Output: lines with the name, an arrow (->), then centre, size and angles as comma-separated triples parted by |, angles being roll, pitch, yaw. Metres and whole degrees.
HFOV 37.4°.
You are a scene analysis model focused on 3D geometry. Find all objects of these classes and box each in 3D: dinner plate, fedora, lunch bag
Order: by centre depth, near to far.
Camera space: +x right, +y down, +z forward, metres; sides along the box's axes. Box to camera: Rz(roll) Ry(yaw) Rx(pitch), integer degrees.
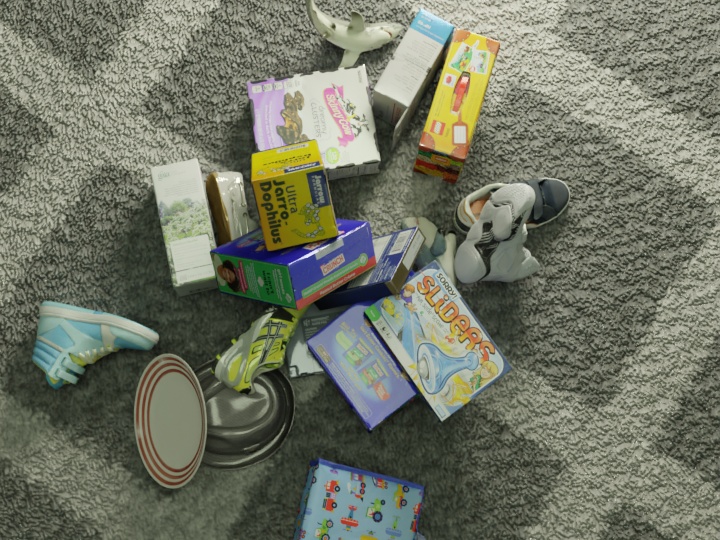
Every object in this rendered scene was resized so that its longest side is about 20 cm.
dinner plate -> -0.284, 0.227, 1.612 | 0.024, 0.199, 0.202 | 2, 75, -41
lunch bag -> 0.006, 0.385, 1.622 | 0.198, 0.094, 0.152 | 15, 76, -7
fedora -> -0.199, 0.215, 1.641 | 0.198, 0.090, 0.179 | -10, 79, -3

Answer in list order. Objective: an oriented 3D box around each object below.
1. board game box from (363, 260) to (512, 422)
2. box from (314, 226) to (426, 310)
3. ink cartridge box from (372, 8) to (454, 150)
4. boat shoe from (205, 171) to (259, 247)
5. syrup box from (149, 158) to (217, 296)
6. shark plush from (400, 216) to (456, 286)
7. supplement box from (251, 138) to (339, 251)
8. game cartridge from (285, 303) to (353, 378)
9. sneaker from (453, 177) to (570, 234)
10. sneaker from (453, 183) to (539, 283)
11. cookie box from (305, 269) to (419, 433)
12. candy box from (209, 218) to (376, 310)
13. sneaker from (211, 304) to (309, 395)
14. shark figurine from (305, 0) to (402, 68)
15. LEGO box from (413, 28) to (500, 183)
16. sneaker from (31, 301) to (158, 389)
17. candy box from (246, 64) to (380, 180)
board game box -> 0.115, 0.105, 1.587 | 0.135, 0.034, 0.201 | -35, 83, -9
box -> 0.000, 0.000, 1.646 | 0.032, 0.199, 0.122 | 52, 47, -28
ink cartridge box -> 0.075, -0.310, 1.735 | 0.066, 0.116, 0.201 | 29, 79, 4
boat shoe -> -0.192, -0.062, 1.706 | 0.069, 0.071, 0.202 | -12, 91, -29
syrup box -> -0.276, -0.069, 1.700 | 0.078, 0.081, 0.202 | -12, 79, -5
shark plush -> 0.115, 0.012, 1.720 | 0.082, 0.091, 0.202 | -5, 100, 17
supplement box -> -0.101, -0.117, 1.597 | 0.108, 0.200, 0.110 | -13, 108, -2
game cartridge -> -0.025, 0.091, 1.697 | 0.198, 0.040, 0.135 | -8, 83, -3
sneaker -> 0.251, -0.105, 1.719 | 0.198, 0.079, 0.079 | -16, 79, -6
sneaker -> 0.237, -0.054, 1.655 | 0.114, 0.201, 0.076 | 6, 45, -30
cookie box -> 0.044, 0.121, 1.637 | 0.199, 0.075, 0.172 | -36, 82, -7
candy box -> -0.102, -0.018, 1.606 | 0.168, 0.199, 0.078 | -28, 113, -36
sneaker -> -0.133, 0.105, 1.610 | 0.076, 0.075, 0.200 | 41, 77, 11
shark figurine -> -0.048, -0.421, 1.764 | 0.128, 0.214, 0.090 | -45, 40, 19
LEGO box -> 0.153, -0.260, 1.710 | 0.076, 0.149, 0.202 | 17, 79, 2
sneaker -> -0.420, 0.131, 1.662 | 0.198, 0.080, 0.132 | 11, 77, 11
candy box -> -0.076, -0.234, 1.740 | 0.198, 0.072, 0.170 | -9, 80, -2
